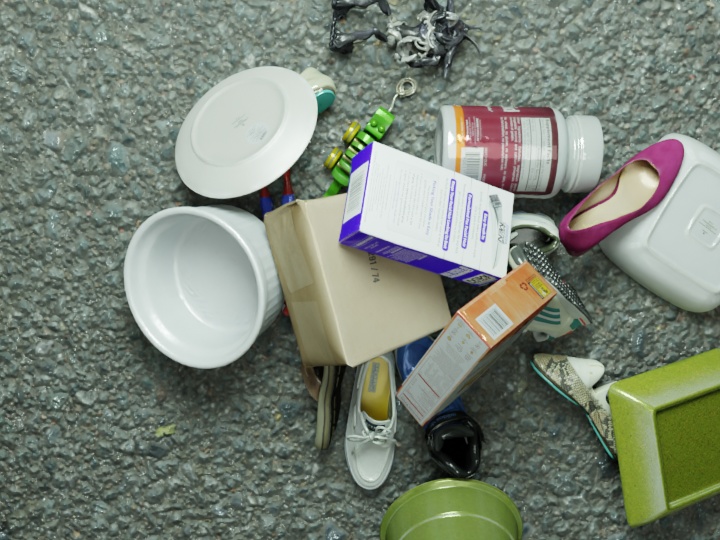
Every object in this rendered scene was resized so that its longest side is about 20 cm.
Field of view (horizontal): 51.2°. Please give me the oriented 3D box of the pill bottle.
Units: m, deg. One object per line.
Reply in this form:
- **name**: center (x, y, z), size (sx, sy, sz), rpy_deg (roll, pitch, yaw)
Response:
- **pill bottle**: center (0.197, -0.150, 0.954), size (0.197, 0.114, 0.116), rpy_deg (1, 97, -1)

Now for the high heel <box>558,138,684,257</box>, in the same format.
- **high heel**: center (0.326, -0.096, 0.922), size (0.067, 0.096, 0.200), rpy_deg (42, 92, 21)

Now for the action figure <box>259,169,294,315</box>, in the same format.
- **action figure**: center (-0.107, -0.039, 0.999), size (0.064, 0.052, 0.203), rpy_deg (-7, 99, -4)

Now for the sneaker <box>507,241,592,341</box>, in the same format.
- **sneaker**: center (0.221, 0.041, 0.960), size (0.093, 0.071, 0.199), rpy_deg (-34, 140, 19)

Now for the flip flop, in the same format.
- **flip flop**: center (-0.053, 0.141, 1.011), size (0.057, 0.081, 0.203), rpy_deg (9, 102, 13)

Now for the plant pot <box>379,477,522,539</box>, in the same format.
- **plant pot**: center (0.125, 0.405, 0.950), size (0.197, 0.191, 0.203), rpy_deg (0, 118, 0)

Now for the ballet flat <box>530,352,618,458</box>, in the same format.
- **ballet flat**: center (0.316, 0.168, 1.015), size (0.075, 0.068, 0.200), rpy_deg (-39, 101, 17)

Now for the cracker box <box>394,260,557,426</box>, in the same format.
- **cracker box**: center (0.134, 0.091, 0.895), size (0.133, 0.201, 0.058), rpy_deg (-32, 72, -36)

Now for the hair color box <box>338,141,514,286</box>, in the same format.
- **hair color box**: center (0.080, -0.062, 0.878), size (0.198, 0.065, 0.111), rpy_deg (17, 72, -21)

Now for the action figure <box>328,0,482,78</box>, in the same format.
- **action figure**: center (0.060, -0.309, 0.942), size (0.197, 0.102, 0.121), rpy_deg (4, 85, 0)

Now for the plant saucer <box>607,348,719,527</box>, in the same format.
- **plant saucer**: center (0.437, 0.227, 1.004), size (0.197, 0.048, 0.203), rpy_deg (-13, 97, -19)

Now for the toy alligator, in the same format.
- **toy alligator**: center (0.011, -0.172, 0.979), size (0.059, 0.054, 0.201), rpy_deg (36, 95, -5)

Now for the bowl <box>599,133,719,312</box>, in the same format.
- **bowl**: center (0.443, -0.058, 0.990), size (0.199, 0.075, 0.201), rpy_deg (32, 96, -6)

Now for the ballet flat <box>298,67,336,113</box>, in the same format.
- **ballet flat**: center (-0.122, -0.195, 0.977), size (0.199, 0.069, 0.070), rpy_deg (-35, 96, 1)

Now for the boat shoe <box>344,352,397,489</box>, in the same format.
- **boat shoe**: center (0.019, 0.205, 1.007), size (0.073, 0.086, 0.205), rpy_deg (7, 96, -1)

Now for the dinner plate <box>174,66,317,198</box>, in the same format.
- **dinner plate**: center (-0.148, -0.180, 0.931), size (0.197, 0.024, 0.203), rpy_deg (-9, 61, 17)

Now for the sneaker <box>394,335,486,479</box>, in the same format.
- **sneaker**: center (0.106, 0.177, 0.991), size (0.076, 0.111, 0.202), rpy_deg (-20, 97, -3)

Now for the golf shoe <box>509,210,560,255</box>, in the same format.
- **golf shoe**: center (0.163, -0.043, 0.976), size (0.197, 0.097, 0.080), rpy_deg (-6, 98, 1)

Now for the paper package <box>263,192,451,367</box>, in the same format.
- **paper package**: center (0.000, 0.000, 0.933), size (0.189, 0.103, 0.203), rpy_deg (-18, 94, -37)

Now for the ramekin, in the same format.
- **ramekin**: center (-0.189, 0.013, 0.950), size (0.198, 0.098, 0.203), rpy_deg (6, 105, 20)
